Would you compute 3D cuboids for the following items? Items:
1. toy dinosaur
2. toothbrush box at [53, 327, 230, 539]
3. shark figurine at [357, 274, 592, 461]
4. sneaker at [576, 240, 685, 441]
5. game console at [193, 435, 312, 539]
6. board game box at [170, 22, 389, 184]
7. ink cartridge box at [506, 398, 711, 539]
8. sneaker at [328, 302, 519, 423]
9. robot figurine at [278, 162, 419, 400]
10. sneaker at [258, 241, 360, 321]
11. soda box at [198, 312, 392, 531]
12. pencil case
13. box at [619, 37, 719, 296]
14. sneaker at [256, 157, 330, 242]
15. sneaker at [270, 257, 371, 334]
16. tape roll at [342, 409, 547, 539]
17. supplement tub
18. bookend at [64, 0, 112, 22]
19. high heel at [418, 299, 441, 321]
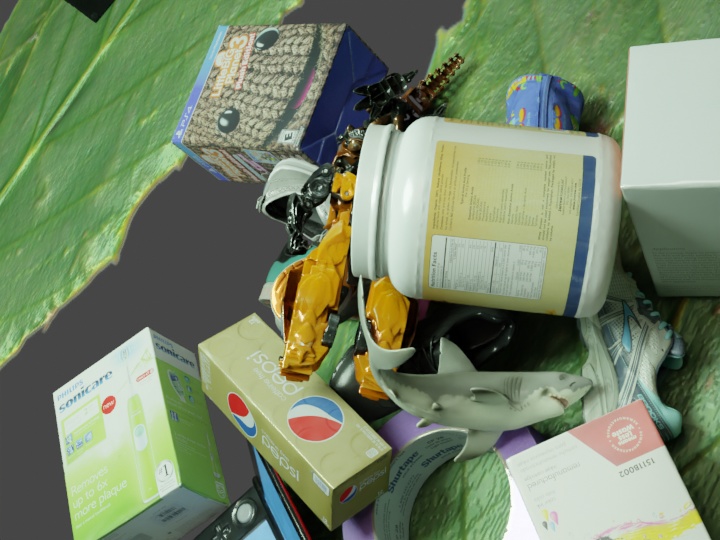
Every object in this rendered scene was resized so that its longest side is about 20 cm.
[{"bbox_3d":[0.030,-0.155,1.186,0.136,0.101,0.202,164,130,-82],"label":"toy dinosaur"},{"bbox_3d":[-0.237,0.188,1.202,0.145,0.086,0.201,-33,50,17],"label":"toothbrush box"},{"bbox_3d":[0.064,0.081,0.910,0.128,0.213,0.090,-47,37,39],"label":"shark figurine"},{"bbox_3d":[0.231,0.056,0.959,0.085,0.078,0.202,-8,68,18],"label":"sneaker"},{"bbox_3d":[-0.099,0.272,1.037,0.172,0.119,0.201,-42,49,9],"label":"game console"},{"bbox_3d":[-0.092,-0.189,1.290,0.199,0.097,0.161,7,71,37],"label":"board game box"},{"bbox_3d":[0.202,0.214,0.842,0.116,0.068,0.201,-25,70,4],"label":"ink cartridge box"},{"bbox_3d":[0.054,0.078,1.003,0.199,0.076,0.091,-34,10,6],"label":"sneaker"},{"bbox_3d":[-0.004,0.003,0.976,0.143,0.058,0.202,14,69,-4],"label":"robot figurine"},{"bbox_3d":[-0.019,0.005,1.153,0.198,0.071,0.081,4,72,37],"label":"sneaker"},{"bbox_3d":[-0.061,0.129,0.999,0.067,0.064,0.200,-29,53,-28],"label":"soda box"},{"bbox_3d":[0.165,-0.097,1.037,0.077,0.087,0.201,11,50,1],"label":"pencil case"},{"bbox_3d":[0.272,-0.074,0.894,0.096,0.200,0.126,-1,65,23],"label":"box"},{"bbox_3d":[-0.013,-0.043,1.131,0.198,0.075,0.082,18,37,14],"label":"sneaker"},{"bbox_3d":[0.000,0.000,1.059,0.199,0.092,0.076,-26,77,-17],"label":"sneaker"},{"bbox_3d":[0.084,0.212,0.976,0.199,0.066,0.202,-16,59,28],"label":"tape roll"},{"bbox_3d":[0.098,-0.044,0.891,0.198,0.145,0.146,7,67,6],"label":"supplement tub"},{"bbox_3d":[-0.464,-0.487,1.645,0.092,0.198,0.200,-49,48,6],"label":"bookend"},{"bbox_3d":[0.100,0.026,1.059,0.096,0.067,0.201,18,77,44],"label":"high heel"}]
